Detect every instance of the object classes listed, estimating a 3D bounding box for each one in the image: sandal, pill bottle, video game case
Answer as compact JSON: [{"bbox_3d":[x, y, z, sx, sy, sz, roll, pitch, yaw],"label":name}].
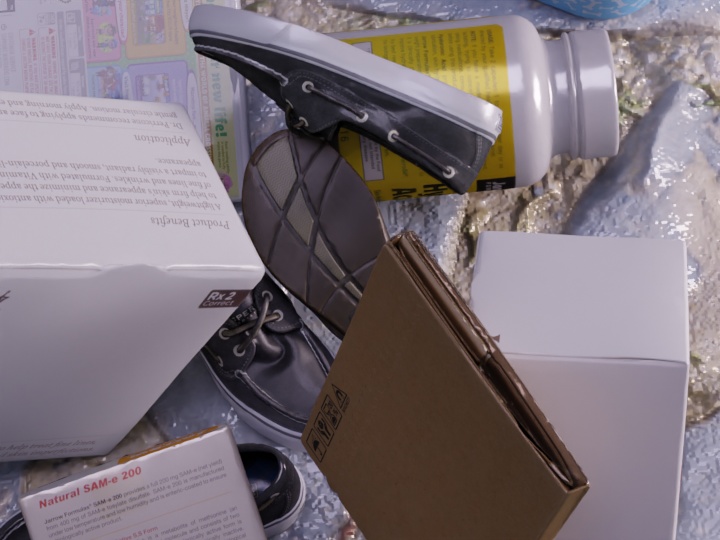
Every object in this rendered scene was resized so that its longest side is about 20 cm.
[{"bbox_3d":[0.000,0.000,1.259,0.200,0.055,0.082,44,87,-10],"label":"sandal"},{"bbox_3d":[0.062,-0.105,1.297,0.199,0.111,0.112,-6,63,3],"label":"pill bottle"},{"bbox_3d":[-0.167,-0.139,1.341,0.181,0.022,0.201,-4,88,3],"label":"video game case"}]

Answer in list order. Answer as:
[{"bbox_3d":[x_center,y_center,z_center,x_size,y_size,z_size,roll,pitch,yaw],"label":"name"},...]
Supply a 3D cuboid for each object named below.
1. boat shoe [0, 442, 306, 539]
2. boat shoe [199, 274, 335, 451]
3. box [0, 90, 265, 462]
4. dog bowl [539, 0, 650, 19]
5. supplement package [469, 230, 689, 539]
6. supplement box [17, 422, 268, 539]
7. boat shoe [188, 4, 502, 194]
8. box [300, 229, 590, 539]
[{"bbox_3d":[-0.131,0.146,1.216,0.199,0.066,0.070,-11,63,0],"label":"boat shoe"},{"bbox_3d":[-0.075,0.027,1.261,0.070,0.066,0.200,-34,66,-11],"label":"boat shoe"},{"bbox_3d":[-0.200,0.008,1.175,0.198,0.200,0.131,0,53,-44],"label":"box"},{"bbox_3d":[0.126,-0.239,1.393,0.199,0.050,0.112,24,68,15],"label":"dog bowl"},{"bbox_3d":[0.118,0.095,1.128,0.119,0.201,0.122,3,34,7],"label":"supplement package"},{"bbox_3d":[-0.101,0.200,1.145,0.125,0.074,0.201,-18,88,-4],"label":"supplement box"},{"bbox_3d":[-0.014,-0.104,1.212,0.199,0.069,0.057,21,87,2],"label":"boat shoe"},{"bbox_3d":[0.038,0.099,1.073,0.021,0.200,0.164,-22,64,-30],"label":"box"}]
